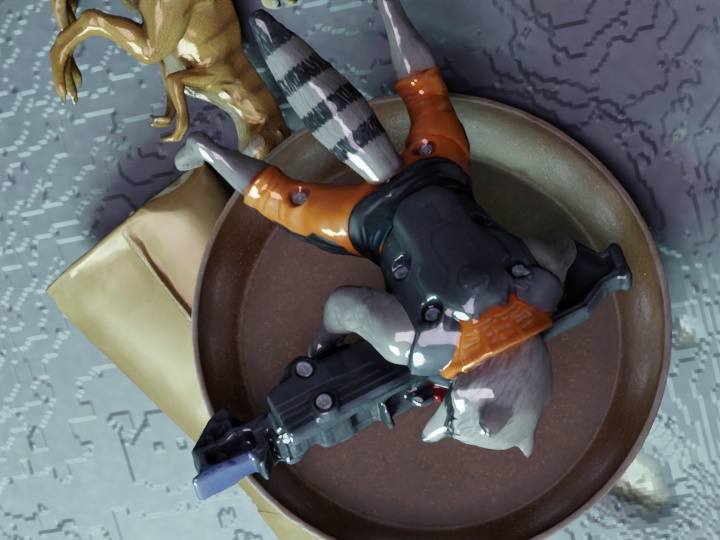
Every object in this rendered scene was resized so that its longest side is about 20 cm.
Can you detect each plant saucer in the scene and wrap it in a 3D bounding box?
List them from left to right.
[{"bbox_3d":[0.029,0.026,1.054,0.199,0.035,0.202,0,75,-1],"label":"plant saucer"}]

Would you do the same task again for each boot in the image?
[{"bbox_3d":[-0.017,0.035,1.104,0.175,0.066,0.200,-38,92,18],"label":"boot"}]

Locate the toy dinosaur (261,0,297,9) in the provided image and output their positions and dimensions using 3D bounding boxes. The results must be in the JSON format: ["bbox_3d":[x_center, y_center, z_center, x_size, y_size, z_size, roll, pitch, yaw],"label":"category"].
[{"bbox_3d":[-0.008,-0.180,1.009,0.100,0.058,0.201,3,125,-2],"label":"toy dinosaur"}]

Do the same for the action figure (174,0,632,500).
[{"bbox_3d":[0.000,0.000,0.994,0.199,0.105,0.194,-33,67,-12],"label":"action figure"}]

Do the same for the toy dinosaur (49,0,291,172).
[{"bbox_3d":[-0.086,-0.123,1.070,0.105,0.061,0.201,-16,116,15],"label":"toy dinosaur"}]
